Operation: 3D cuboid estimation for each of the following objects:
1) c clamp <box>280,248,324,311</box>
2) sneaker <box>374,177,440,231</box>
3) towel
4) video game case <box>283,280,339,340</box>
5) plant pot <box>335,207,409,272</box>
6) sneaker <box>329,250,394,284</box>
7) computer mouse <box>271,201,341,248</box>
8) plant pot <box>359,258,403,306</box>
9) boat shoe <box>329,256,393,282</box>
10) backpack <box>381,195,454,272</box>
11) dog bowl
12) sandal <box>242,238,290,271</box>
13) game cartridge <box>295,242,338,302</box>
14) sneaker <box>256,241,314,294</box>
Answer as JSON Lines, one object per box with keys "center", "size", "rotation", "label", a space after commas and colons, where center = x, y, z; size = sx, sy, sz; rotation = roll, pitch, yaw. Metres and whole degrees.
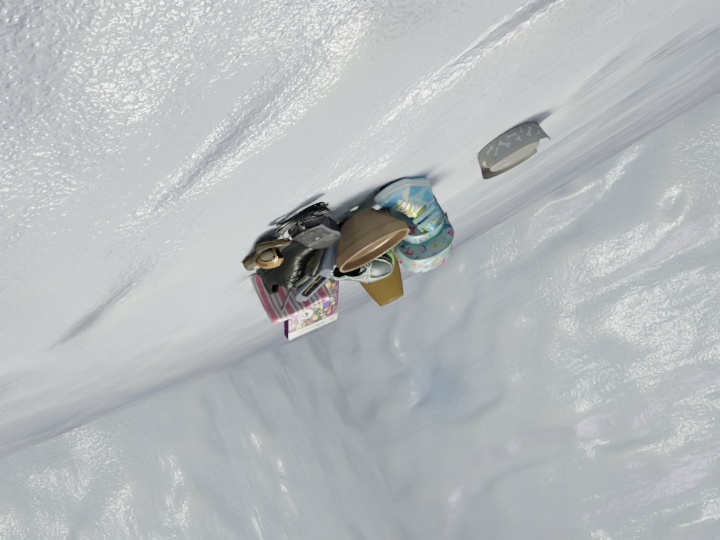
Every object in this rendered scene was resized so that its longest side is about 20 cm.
{"center": [-0.140, 0.002, 1.507], "size": [0.027, 0.174, 0.200], "rotation": [24, 150, -18], "label": "c clamp"}
{"center": [0.126, -0.151, 1.423], "size": [0.197, 0.133, 0.079], "rotation": [-18, 170, -43], "label": "sneaker"}
{"center": [-0.187, 0.047, 1.601], "size": [0.197, 0.148, 0.030], "rotation": [-22, 165, -30], "label": "towel"}
{"center": [-0.144, 0.092, 1.725], "size": [0.178, 0.036, 0.204], "rotation": [-21, 134, -30], "label": "video game case"}
{"center": [0.015, -0.086, 1.433], "size": [0.198, 0.094, 0.201], "rotation": [-29, 170, -6], "label": "plant pot"}
{"center": [0.000, 0.000, 1.621], "size": [0.195, 0.086, 0.077], "rotation": [-16, 167, 12], "label": "sneaker"}
{"center": [-0.104, -0.101, 1.294], "size": [0.136, 0.054, 0.200], "rotation": [-23, 162, 12], "label": "computer mouse"}
{"center": [0.067, 0.015, 2.043], "size": [0.183, 0.204, 0.187], "rotation": [-25, 171, -4], "label": "plant pot"}
{"center": [0.001, -0.001, 1.546], "size": [0.195, 0.075, 0.062], "rotation": [0, -170, -17], "label": "boat shoe"}
{"center": [0.156, -0.105, 1.567], "size": [0.174, 0.203, 0.151], "rotation": [-23, 158, -10], "label": "backpack"}
{"center": [0.394, -0.315, 1.528], "size": [0.196, 0.060, 0.200], "rotation": [-26, 172, -4], "label": "dog bowl"}
{"center": [-0.214, -0.027, 1.344], "size": [0.080, 0.056, 0.199], "rotation": [-15, 170, -38], "label": "sandal"}
{"center": [-0.113, -0.015, 1.531], "size": [0.040, 0.136, 0.200], "rotation": [23, 144, -19], "label": "game cartridge"}
{"center": [-0.177, -0.008, 1.479], "size": [0.198, 0.092, 0.075], "rotation": [-34, 163, 33], "label": "sneaker"}
